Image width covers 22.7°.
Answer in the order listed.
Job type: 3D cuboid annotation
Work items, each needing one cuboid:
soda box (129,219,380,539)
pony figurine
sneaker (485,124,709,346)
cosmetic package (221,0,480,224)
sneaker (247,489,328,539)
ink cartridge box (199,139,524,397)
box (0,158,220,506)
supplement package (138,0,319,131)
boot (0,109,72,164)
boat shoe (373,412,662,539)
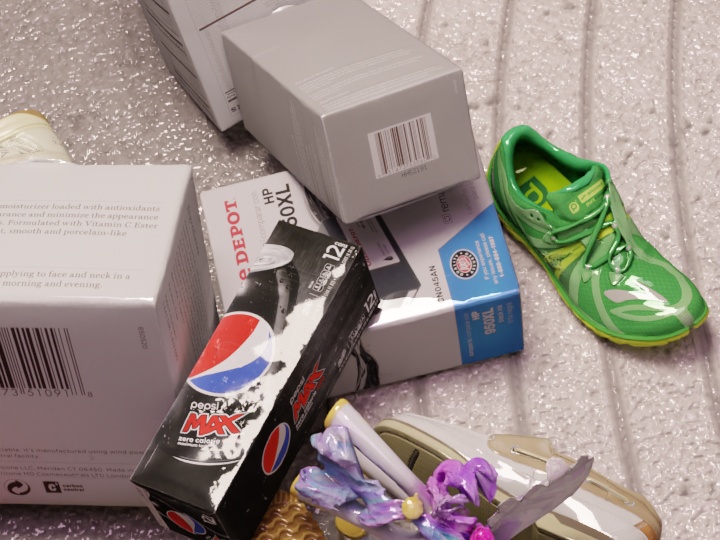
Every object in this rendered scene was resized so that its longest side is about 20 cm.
[{"bbox_3d":[-0.062,0.071,1.117,0.063,0.071,0.201,17,63,23],"label":"soda box"},{"bbox_3d":[0.054,0.163,1.070,0.200,0.193,0.167,36,80,17],"label":"pony figurine"},{"bbox_3d":[0.156,-0.024,1.237,0.074,0.084,0.200,-38,64,-15],"label":"sneaker"},{"bbox_3d":[-0.010,-0.117,1.223,0.106,0.091,0.200,-20,27,-14],"label":"cosmetic package"},{"bbox_3d":[-0.032,0.235,1.109,0.075,0.090,0.201,-11,52,-22],"label":"sneaker"},{"bbox_3d":[0.000,0.000,1.242,0.199,0.084,0.145,-14,59,-1],"label":"ink cartridge box"},{"bbox_3d":[-0.199,0.044,1.160,0.198,0.201,0.131,1,44,8],"label":"box"},{"bbox_3d":[-0.107,-0.224,1.305,0.113,0.201,0.110,-29,42,-11],"label":"supplement package"},{"bbox_3d":[-0.276,-0.010,1.291,0.200,0.072,0.155,-34,64,-13],"label":"boot"},{"bbox_3d":[0.100,0.144,1.161,0.199,0.075,0.068,29,47,23],"label":"boat shoe"}]
